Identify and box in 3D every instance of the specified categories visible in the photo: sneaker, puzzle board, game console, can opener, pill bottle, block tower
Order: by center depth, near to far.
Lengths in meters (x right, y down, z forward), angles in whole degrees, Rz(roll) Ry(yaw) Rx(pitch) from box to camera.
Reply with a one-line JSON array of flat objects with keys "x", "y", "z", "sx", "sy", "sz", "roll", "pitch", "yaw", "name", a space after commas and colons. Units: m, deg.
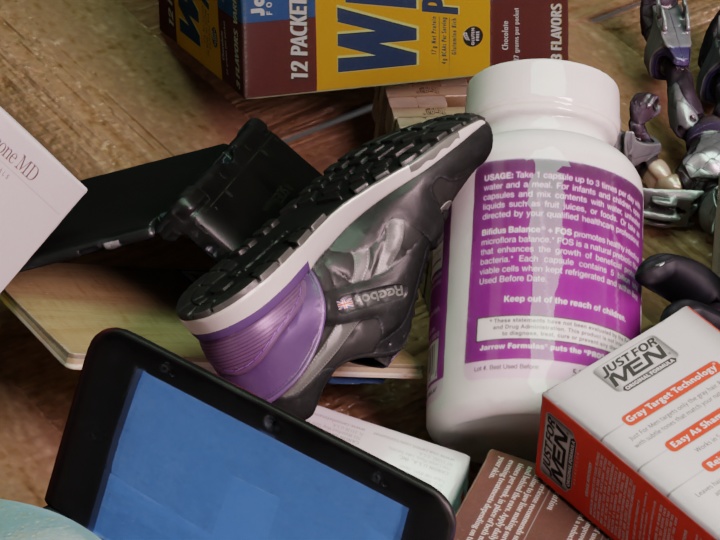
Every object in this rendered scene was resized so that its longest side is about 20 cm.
[{"x": -0.083, "y": 0.154, "z": 1.348, "sx": 0.200, "sy": 0.119, "sz": 0.172, "roll": 26, "pitch": 56, "yaw": 18, "name": "game console"}, {"x": 0.000, "y": 0.000, "z": 1.481, "sx": 0.200, "sy": 0.088, "sz": 0.076, "roll": -39, "pitch": 19, "yaw": -26, "name": "sneaker"}, {"x": 0.093, "y": -0.004, "z": 1.543, "sx": 0.112, "sy": 0.112, "sz": 0.200, "roll": 5, "pitch": 70, "yaw": -3, "name": "pill bottle"}, {"x": -0.087, "y": 0.029, "z": 1.551, "sx": 0.200, "sy": 0.017, "sz": 0.151, "roll": 3, "pitch": 17, "yaw": -27, "name": "puzzle board"}, {"x": 0.184, "y": 0.019, "z": 1.561, "sx": 0.063, "sy": 0.079, "sz": 0.200, "roll": 57, "pitch": 15, "yaw": 22, "name": "can opener"}, {"x": -0.087, "y": -0.004, "z": 1.598, "sx": 0.176, "sy": 0.116, "sz": 0.200, "roll": 41, "pitch": 18, "yaw": -3, "name": "game console"}, {"x": 0.053, "y": -0.038, "z": 1.685, "sx": 0.058, "sy": 0.054, "sz": 0.200, "roll": -3, "pitch": 41, "yaw": -11, "name": "block tower"}]

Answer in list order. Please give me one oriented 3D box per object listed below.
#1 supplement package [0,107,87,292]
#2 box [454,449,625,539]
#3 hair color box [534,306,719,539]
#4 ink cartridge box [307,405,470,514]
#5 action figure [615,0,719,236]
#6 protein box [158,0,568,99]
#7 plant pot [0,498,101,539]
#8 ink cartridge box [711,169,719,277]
[{"x": -0.261, "y": -0.017, "z": 1.484, "sx": 0.117, "sy": 0.117, "sz": 0.200, "roll": 37, "pitch": 85, "yaw": 35, "name": "supplement package"}, {"x": 0.135, "y": 0.170, "z": 1.431, "sx": 0.200, "sy": 0.075, "sz": 0.100, "roll": 17, "pitch": 40, "yaw": 15, "name": "box"}, {"x": 0.187, "y": 0.112, "z": 1.400, "sx": 0.101, "sy": 0.061, "sz": 0.200, "roll": -29, "pitch": 52, "yaw": -28, "name": "hair color box"}, {"x": -0.051, "y": 0.153, "z": 1.458, "sx": 0.162, "sy": 0.050, "sz": 0.200, "roll": 18, "pitch": 54, "yaw": 12, "name": "ink cartridge box"}, {"x": 0.209, "y": -0.088, "z": 1.762, "sx": 0.130, "sy": 0.069, "sz": 0.200, "roll": 9, "pitch": 42, "yaw": -13, "name": "action figure"}, {"x": -0.003, "y": -0.197, "z": 1.757, "sx": 0.200, "sy": 0.135, "sz": 0.199, "roll": -7, "pitch": 18, "yaw": -17, "name": "protein box"}, {"x": -0.170, "y": 0.208, "z": 1.232, "sx": 0.196, "sy": 0.196, "sz": 0.200, "roll": -14, "pitch": 38, "yaw": -12, "name": "plant pot"}, {"x": 0.280, "y": -0.031, "z": 1.596, "sx": 0.145, "sy": 0.200, "sz": 0.083, "roll": 5, "pitch": 83, "yaw": -5, "name": "ink cartridge box"}]
